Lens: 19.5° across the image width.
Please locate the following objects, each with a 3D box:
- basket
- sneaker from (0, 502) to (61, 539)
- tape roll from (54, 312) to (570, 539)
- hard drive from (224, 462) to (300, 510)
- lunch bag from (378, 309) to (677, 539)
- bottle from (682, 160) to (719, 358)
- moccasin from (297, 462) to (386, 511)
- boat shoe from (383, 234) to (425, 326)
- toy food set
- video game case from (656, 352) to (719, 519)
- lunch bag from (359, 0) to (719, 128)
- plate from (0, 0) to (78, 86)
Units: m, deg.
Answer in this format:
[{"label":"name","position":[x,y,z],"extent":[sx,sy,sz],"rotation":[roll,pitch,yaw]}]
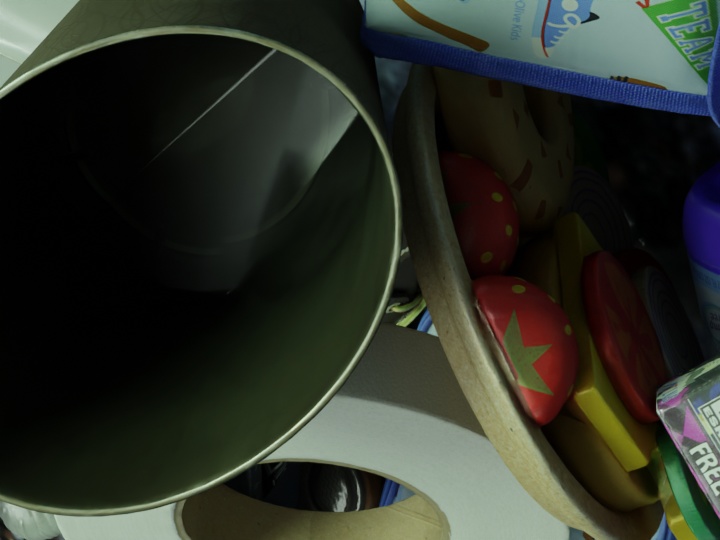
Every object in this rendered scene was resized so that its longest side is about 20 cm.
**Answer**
[{"label":"basket","position":[-0.059,-0.037,0.704],"extent":[0.136,0.200,0.180],"rotation":[43,111,-14]},{"label":"sneaker","position":[-0.147,0.042,1.085],"extent":[0.071,0.073,0.201],"rotation":[17,108,-3]},{"label":"tape roll","position":[-0.019,0.085,0.809],"extent":[0.201,0.037,0.203],"rotation":[3,146,2]},{"label":"hard drive","position":[-0.080,0.073,0.937],"extent":[0.135,0.042,0.200],"rotation":[46,154,21]},{"label":"lunch bag","position":[0.078,0.099,0.903],"extent":[0.160,0.075,0.201],"rotation":[38,139,25]},{"label":"bottle","position":[0.172,0.052,0.761],"extent":[0.083,0.065,0.201],"rotation":[18,134,46]},{"label":"moccasin","position":[-0.047,0.103,1.051],"extent":[0.201,0.077,0.074],"rotation":[-20,87,57]},{"label":"boat shoe","position":[0.000,0.000,0.916],"extent":[0.060,0.072,0.200],"rotation":[48,146,-4]},{"label":"toy food set","position":[0.073,0.002,0.743],"extent":[0.048,0.201,0.198],"rotation":[-23,132,20]},{"label":"video game case","position":[0.221,0.081,0.674],"extent":[0.181,0.036,0.201],"rotation":[-30,95,13]},{"label":"lunch bag","position":[0.108,-0.138,0.638],"extent":[0.198,0.124,0.171],"rotation":[12,131,6]},{"label":"plate","position":[-0.123,-0.059,0.940],"extent":[0.199,0.032,0.200],"rotation":[26,154,-7]}]
